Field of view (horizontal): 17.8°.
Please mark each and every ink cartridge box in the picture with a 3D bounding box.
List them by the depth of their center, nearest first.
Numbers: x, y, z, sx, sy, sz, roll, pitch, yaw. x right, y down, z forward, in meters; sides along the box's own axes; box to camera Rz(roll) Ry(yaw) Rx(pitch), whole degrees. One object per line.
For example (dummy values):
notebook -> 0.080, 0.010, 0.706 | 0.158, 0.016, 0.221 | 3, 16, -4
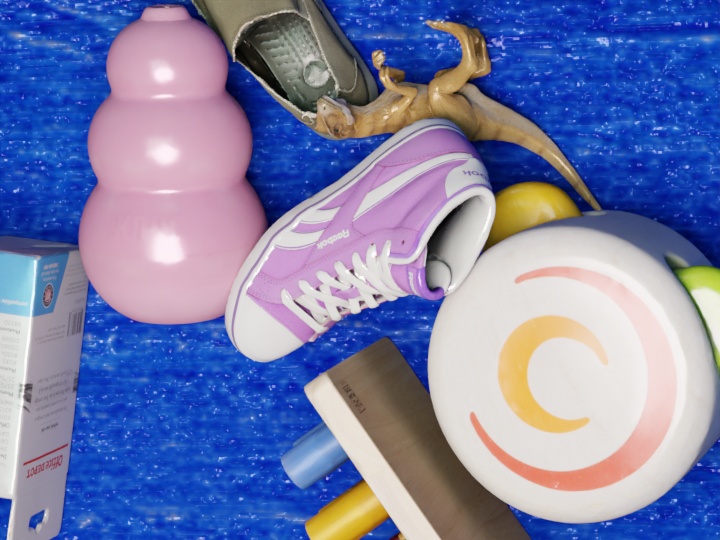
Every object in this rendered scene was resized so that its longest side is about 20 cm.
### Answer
ink cartridge box -> -0.236, 0.082, 1.531 | 0.066, 0.116, 0.201 | 8, 95, 10

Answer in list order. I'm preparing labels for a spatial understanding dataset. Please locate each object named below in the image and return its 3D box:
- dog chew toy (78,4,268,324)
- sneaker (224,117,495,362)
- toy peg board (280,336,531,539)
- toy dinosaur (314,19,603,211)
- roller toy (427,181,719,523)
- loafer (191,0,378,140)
dog chew toy -> -0.122, -0.070, 1.487 | 0.124, 0.125, 0.201 | 2, 103, 11
sneaker -> 0.000, -0.001, 1.423 | 0.200, 0.114, 0.073 | -45, 124, 13
toy peg board -> 0.018, 0.160, 1.445 | 0.098, 0.200, 0.200 | -36, 87, 12
toy dinosaur -> 0.065, -0.105, 1.494 | 0.199, 0.060, 0.107 | 8, 94, -14
roller toy -> 0.142, 0.056, 1.445 | 0.199, 0.140, 0.183 | 23, 105, 16
loafer -> -0.063, -0.173, 1.504 | 0.075, 0.070, 0.200 | -42, 86, 10
